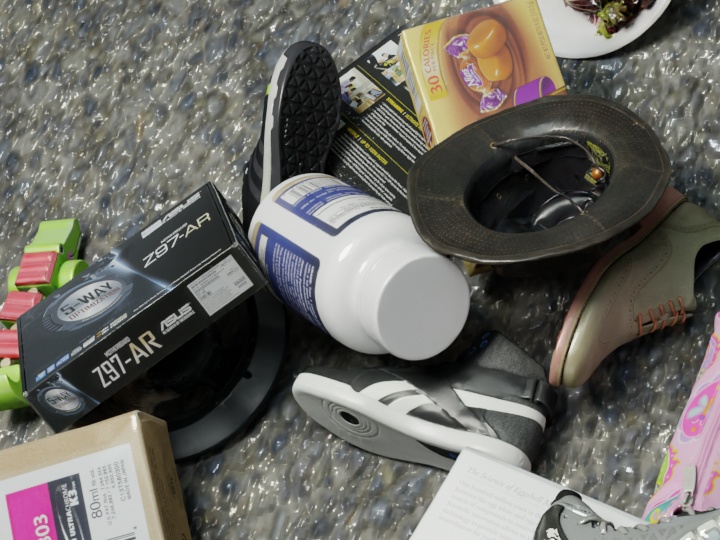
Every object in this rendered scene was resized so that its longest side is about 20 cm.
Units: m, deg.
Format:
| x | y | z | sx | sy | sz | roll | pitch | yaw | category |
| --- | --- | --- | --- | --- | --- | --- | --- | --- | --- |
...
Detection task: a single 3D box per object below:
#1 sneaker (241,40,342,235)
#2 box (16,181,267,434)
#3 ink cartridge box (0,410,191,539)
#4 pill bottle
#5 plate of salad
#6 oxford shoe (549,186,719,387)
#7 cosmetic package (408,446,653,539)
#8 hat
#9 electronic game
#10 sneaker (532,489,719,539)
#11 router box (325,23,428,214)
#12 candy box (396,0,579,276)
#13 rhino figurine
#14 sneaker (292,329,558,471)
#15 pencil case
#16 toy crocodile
| x | y | z | sx | sy | sz | roll | pitch | yaw | category |
| --- | --- | --- | --- | --- | --- | --- | --- | --- | --- |
| -0.073 | -0.095 | 1.522 | 0.083 | 0.072 | 0.201 | 16 | 100 | 47 | sneaker |
| -0.175 | 0.025 | 1.419 | 0.200 | 0.044 | 0.160 | -35 | 23 | 3 | box |
| -0.209 | 0.224 | 1.356 | 0.164 | 0.075 | 0.201 | -17 | 75 | 9 | ink cartridge box |
| 0.000 | 0.000 | 1.404 | 0.111 | 0.111 | 0.200 | -42 | 31 | -10 | pill bottle |
| 0.188 | -0.284 | 1.565 | 0.199 | 0.048 | 0.201 | 0 | 89 | 33 | plate of salad |
| 0.213 | 0.019 | 1.372 | 0.074 | 0.071 | 0.200 | 30 | 64 | 20 | oxford shoe |
| 0.117 | 0.257 | 1.214 | 0.199 | 0.123 | 0.200 | 21 | 67 | 32 | cosmetic package |
| 0.135 | -0.045 | 1.361 | 0.200 | 0.081 | 0.201 | -6 | 42 | 6 | hat |
| -0.153 | 0.066 | 1.507 | 0.199 | 0.042 | 0.201 | -9 | 62 | 18 | electronic game |
| 0.177 | 0.164 | 1.135 | 0.200 | 0.075 | 0.116 | -35 | 49 | -5 | sneaker |
| 0.044 | -0.108 | 1.548 | 0.149 | 0.051 | 0.200 | -37 | 52 | -9 | router box |
| 0.113 | -0.108 | 1.452 | 0.116 | 0.056 | 0.201 | -16 | 78 | -6 | candy box |
| -0.214 | 0.132 | 1.446 | 0.087 | 0.060 | 0.200 | 42 | 98 | 30 | rhino figurine |
| 0.056 | 0.089 | 1.398 | 0.199 | 0.073 | 0.112 | 18 | 61 | 21 | sneaker |
| 0.262 | 0.122 | 1.279 | 0.087 | 0.088 | 0.200 | 12 | 61 | 28 | pencil case |
| -0.284 | 0.036 | 1.568 | 0.067 | 0.062 | 0.201 | 0 | 56 | 21 | toy crocodile |
